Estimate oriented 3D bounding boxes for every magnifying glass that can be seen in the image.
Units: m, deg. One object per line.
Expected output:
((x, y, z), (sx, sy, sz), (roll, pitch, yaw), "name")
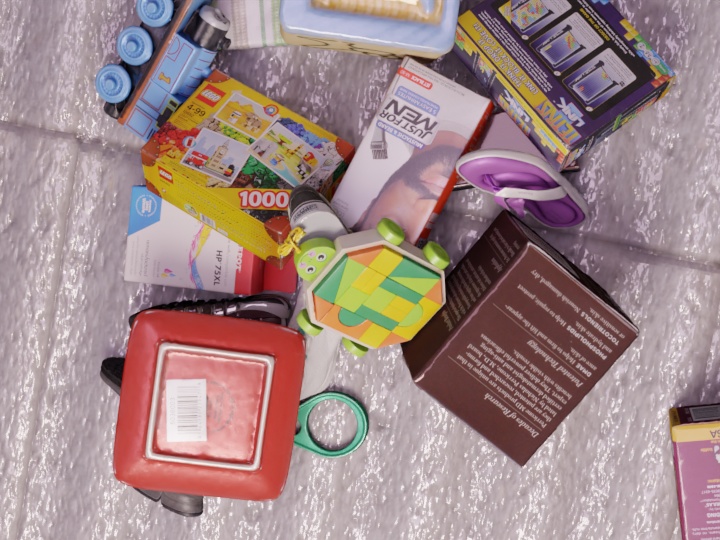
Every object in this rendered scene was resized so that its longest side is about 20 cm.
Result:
((-0.088, 0.189, 1.722), (0.198, 0.022, 0.080), (-4, 93, 13), "magnifying glass")

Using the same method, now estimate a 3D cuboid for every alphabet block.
((0.013, -0.340, 1.563), (0.194, 0.200, 0.198), (9, 94, -4), "alphabet block")

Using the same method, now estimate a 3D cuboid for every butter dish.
((-0.174, 0.146, 1.626), (0.198, 0.148, 0.202), (8, 93, -9), "butter dish")

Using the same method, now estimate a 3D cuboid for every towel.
((-0.115, -0.341, 1.690), (0.198, 0.031, 0.151), (-5, 92, 11), "towel")

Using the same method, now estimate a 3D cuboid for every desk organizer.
((0.148, -0.138, 1.635), (0.198, 0.072, 0.078), (-8, 90, 10), "desk organizer")

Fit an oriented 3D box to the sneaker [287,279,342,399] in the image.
((-0.056, 0.068, 1.645), (0.075, 0.088, 0.201), (24, 116, 24), "sneaker")

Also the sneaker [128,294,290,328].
((-0.179, 0.094, 1.707), (0.198, 0.076, 0.117), (-5, 96, 10), "sneaker")

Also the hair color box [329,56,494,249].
((0.055, -0.122, 1.586), (0.110, 0.064, 0.201), (28, 95, 10), "hair color box")

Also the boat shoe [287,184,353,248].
((-0.026, -0.013, 1.570), (0.070, 0.064, 0.201), (-23, 132, 0), "boat shoe")

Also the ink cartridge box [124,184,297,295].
((-0.174, -0.035, 1.700), (0.198, 0.067, 0.117), (6, 95, 9), "ink cartridge box")

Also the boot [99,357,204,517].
((-0.258, 0.206, 1.732), (0.199, 0.070, 0.132), (35, 113, 19), "boot")

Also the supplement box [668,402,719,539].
((0.404, 0.256, 1.583), (0.102, 0.131, 0.202), (-6, 93, 10), "supplement box")

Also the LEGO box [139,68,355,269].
((-0.128, -0.118, 1.632), (0.199, 0.077, 0.149), (30, 62, 16), "LEGO box")

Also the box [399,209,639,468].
((0.170, 0.071, 1.578), (0.164, 0.166, 0.200), (37, 100, -13), "box")

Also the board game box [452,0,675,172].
((0.221, -0.234, 1.574), (0.165, 0.057, 0.200), (-34, 75, -16), "board game box")

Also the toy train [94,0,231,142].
((-0.229, -0.249, 1.681), (0.114, 0.087, 0.201), (35, 109, 4), "toy train")

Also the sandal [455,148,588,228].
((0.188, -0.082, 1.574), (0.082, 0.202, 0.050), (-26, 55, 39), "sandal")

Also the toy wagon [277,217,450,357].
((-0.003, 0.014, 1.531), (0.199, 0.040, 0.155), (26, 116, -35), "toy wagon")
